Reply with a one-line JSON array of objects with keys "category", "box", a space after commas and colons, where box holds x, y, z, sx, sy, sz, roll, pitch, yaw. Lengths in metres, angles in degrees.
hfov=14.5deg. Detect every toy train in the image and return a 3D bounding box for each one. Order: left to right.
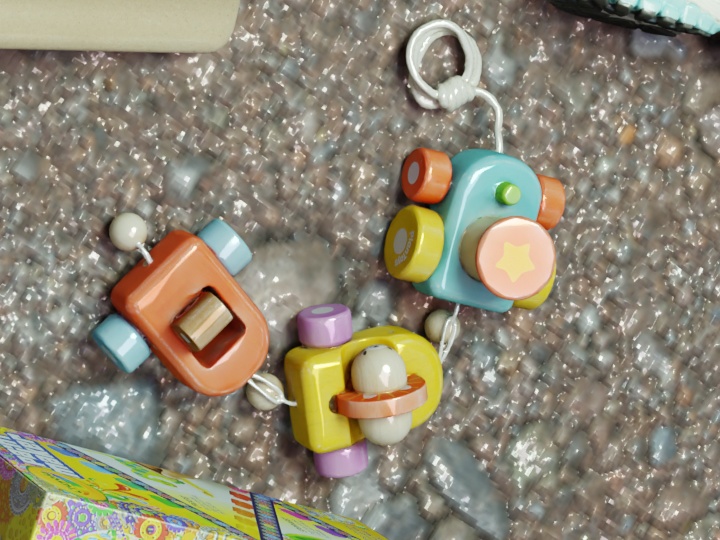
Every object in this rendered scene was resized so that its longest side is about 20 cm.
[{"category": "toy train", "box": [0.000, 0.000, 1.128, 0.200, 0.056, 0.151, -40, 116, -13]}]

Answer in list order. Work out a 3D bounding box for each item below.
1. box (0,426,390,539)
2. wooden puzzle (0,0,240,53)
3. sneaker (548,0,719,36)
[{"category": "box", "box": [-0.086, 0.185, 1.089, 0.192, 0.122, 0.201, 16, 93, -27]}, {"category": "wooden puzzle", "box": [-0.087, -0.170, 1.007, 0.184, 0.037, 0.201, -3, 130, -41]}, {"category": "sneaker", "box": [0.175, -0.131, 1.176, 0.199, 0.077, 0.087, 12, 92, -28]}]
